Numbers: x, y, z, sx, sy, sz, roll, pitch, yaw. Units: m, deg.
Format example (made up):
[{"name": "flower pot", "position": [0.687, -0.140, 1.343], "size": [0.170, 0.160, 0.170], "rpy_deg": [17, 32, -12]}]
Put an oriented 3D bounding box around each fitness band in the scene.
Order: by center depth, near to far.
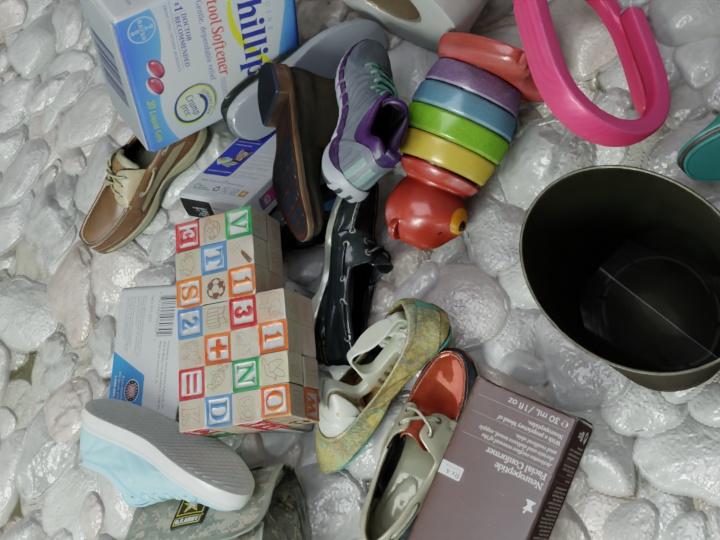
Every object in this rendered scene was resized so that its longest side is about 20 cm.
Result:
[{"name": "fitness band", "position": [0.212, -0.202, 0.880], "size": [0.037, 0.143, 0.201], "rpy_deg": [-42, 53, 50]}]

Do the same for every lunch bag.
[{"name": "lunch bag", "position": [-0.135, 0.285, 0.899], "size": [0.163, 0.118, 0.201], "rpy_deg": [-17, 61, 19]}]

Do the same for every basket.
[{"name": "basket", "position": [0.231, 0.025, 0.760], "size": [0.180, 0.200, 0.136], "rpy_deg": [41, 94, 30]}]

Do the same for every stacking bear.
[{"name": "stacking bear", "position": [0.089, -0.115, 0.930], "size": [0.113, 0.121, 0.201], "rpy_deg": [25, 92, 27]}]

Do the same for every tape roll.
[{"name": "tape roll", "position": [0.050, -0.334, 0.961], "size": [0.202, 0.203, 0.140], "rpy_deg": [31, 87, 30]}]

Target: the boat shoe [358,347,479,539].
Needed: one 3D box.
[{"name": "boat shoe", "position": [0.053, 0.161, 0.880], "size": [0.071, 0.063, 0.201], "rpy_deg": [18, 81, 30]}]

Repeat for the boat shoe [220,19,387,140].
[{"name": "boat shoe", "position": [-0.065, -0.213, 1.036], "size": [0.200, 0.069, 0.057], "rpy_deg": [-34, 37, -12]}]

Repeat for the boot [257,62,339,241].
[{"name": "boot", "position": [-0.037, -0.120, 0.949], "size": [0.075, 0.096, 0.201], "rpy_deg": [129, 135, -54]}]

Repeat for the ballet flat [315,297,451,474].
[{"name": "ballet flat", "position": [0.003, 0.104, 0.900], "size": [0.200, 0.071, 0.071], "rpy_deg": [-51, 60, 15]}]

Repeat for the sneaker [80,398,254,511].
[{"name": "sneaker", "position": [-0.185, 0.191, 0.910], "size": [0.199, 0.074, 0.082], "rpy_deg": [22, 109, 30]}]

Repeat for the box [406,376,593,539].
[{"name": "box", "position": [0.113, 0.204, 0.832], "size": [0.100, 0.075, 0.201], "rpy_deg": [20, 85, 28]}]

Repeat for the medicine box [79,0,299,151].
[{"name": "medicine box", "position": [-0.174, -0.255, 1.012], "size": [0.200, 0.183, 0.103], "rpy_deg": [-30, 59, -18]}]

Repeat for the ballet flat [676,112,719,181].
[{"name": "ballet flat", "position": [0.370, -0.137, 0.835], "size": [0.199, 0.067, 0.071], "rpy_deg": [-20, 42, 18]}]

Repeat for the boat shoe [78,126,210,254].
[{"name": "boat shoe", "position": [-0.260, -0.113, 1.107], "size": [0.076, 0.074, 0.200], "rpy_deg": [38, 92, 30]}]

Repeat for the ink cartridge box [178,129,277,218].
[{"name": "ink cartridge box", "position": [-0.094, -0.124, 1.021], "size": [0.094, 0.037, 0.200], "rpy_deg": [12, 50, 36]}]

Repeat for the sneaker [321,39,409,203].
[{"name": "sneaker", "position": [0.022, -0.158, 0.928], "size": [0.087, 0.074, 0.201], "rpy_deg": [-30, 42, 41]}]

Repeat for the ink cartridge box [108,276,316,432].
[{"name": "ink cartridge box", "position": [-0.149, 0.091, 0.983], "size": [0.199, 0.086, 0.147], "rpy_deg": [-3, 74, 23]}]

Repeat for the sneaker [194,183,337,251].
[{"name": "sneaker", "position": [-0.098, -0.055, 1.014], "size": [0.199, 0.073, 0.082], "rpy_deg": [-24, 60, 14]}]

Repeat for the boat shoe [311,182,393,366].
[{"name": "boat shoe", "position": [-0.001, 0.000, 0.950], "size": [0.066, 0.074, 0.200], "rpy_deg": [11, 79, 25]}]

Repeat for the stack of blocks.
[{"name": "stack of blocks", "position": [-0.107, 0.046, 0.894], "size": [0.115, 0.059, 0.201], "rpy_deg": [-12, 71, 21]}]
